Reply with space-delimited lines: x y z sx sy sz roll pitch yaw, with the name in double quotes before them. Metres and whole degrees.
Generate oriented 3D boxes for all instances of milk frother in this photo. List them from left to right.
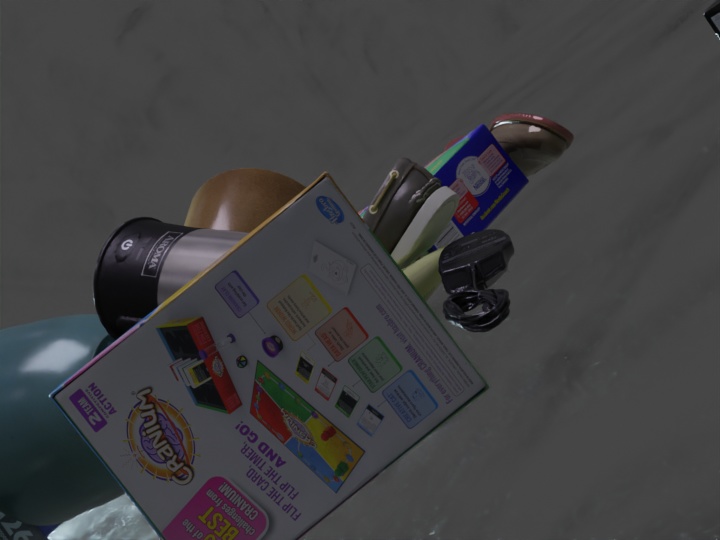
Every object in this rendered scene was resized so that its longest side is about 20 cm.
"milk frother" -0.117 0.063 1.400 0.186 0.200 0.183 8 73 38

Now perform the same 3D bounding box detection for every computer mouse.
"computer mouse" 0.085 0.013 1.094 0.058 0.034 0.200 -20 14 8

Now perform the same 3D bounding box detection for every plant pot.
"plant pot" -0.266 0.133 1.528 0.160 0.202 0.201 -19 16 36
"plant pot" -0.133 0.020 1.714 0.186 0.186 0.201 -34 20 35

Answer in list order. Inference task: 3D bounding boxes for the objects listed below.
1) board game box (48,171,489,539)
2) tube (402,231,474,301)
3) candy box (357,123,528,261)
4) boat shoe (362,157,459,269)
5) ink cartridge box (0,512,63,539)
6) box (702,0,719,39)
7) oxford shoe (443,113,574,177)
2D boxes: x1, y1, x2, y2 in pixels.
"board game box" -0.051 0.065 0.889 0.199 0.154 0.040 -37 5 0
"tube" 0.012 0.037 1.242 0.199 0.052 0.058 -37 32 -31
"candy box" 0.035 -0.029 1.447 0.199 0.077 0.169 -35 7 44
"boat shoe" 0.001 0.000 1.301 0.202 0.060 0.072 -53 -16 15
"ink cartridge box" -0.405 0.228 1.577 0.047 0.199 0.200 -27 13 45
"box" 0.389 -0.270 1.268 0.200 0.049 0.159 -42 4 -30
"oxford shoe" 0.134 -0.094 1.496 0.200 0.070 0.076 -23 42 64
